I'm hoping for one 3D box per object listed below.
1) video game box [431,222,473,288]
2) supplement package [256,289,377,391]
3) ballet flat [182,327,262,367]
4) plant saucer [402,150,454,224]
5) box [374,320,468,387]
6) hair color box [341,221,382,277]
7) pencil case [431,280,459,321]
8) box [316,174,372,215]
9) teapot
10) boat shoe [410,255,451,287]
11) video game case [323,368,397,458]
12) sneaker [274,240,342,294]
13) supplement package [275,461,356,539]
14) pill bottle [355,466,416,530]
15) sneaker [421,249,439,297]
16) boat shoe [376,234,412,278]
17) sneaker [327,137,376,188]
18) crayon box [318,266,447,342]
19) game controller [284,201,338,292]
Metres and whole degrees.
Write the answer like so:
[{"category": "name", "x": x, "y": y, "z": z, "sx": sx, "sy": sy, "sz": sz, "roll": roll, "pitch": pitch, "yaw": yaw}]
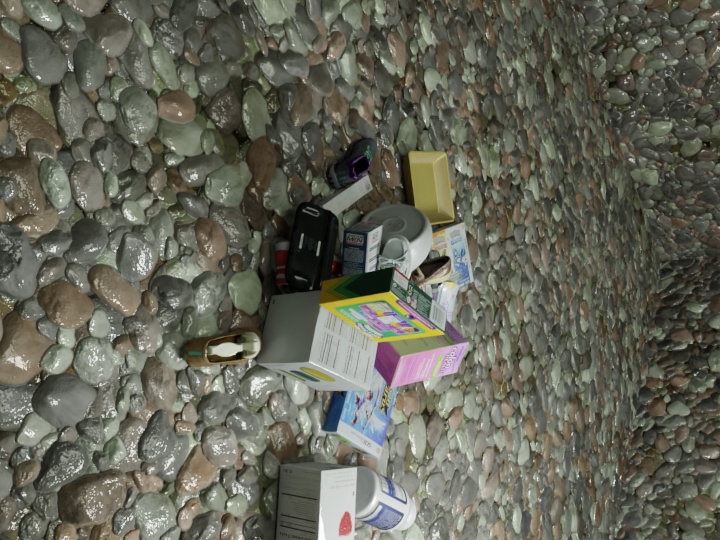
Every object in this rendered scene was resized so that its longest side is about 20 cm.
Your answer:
[{"category": "video game box", "x": 0.249, "y": -0.031, "z": 1.988, "sx": 0.199, "sy": 0.047, "sz": 0.184, "roll": -22, "pitch": 101, "yaw": -51}, {"category": "supplement package", "x": -0.084, "y": 0.152, "z": 1.450, "sx": 0.200, "sy": 0.151, "sz": 0.152, "roll": 34, "pitch": 58, "yaw": -45}, {"category": "ballet flat", "x": -0.241, "y": 0.145, "z": 1.315, "sx": 0.199, "sy": 0.072, "sz": 0.068, "roll": 0, "pitch": 85, "yaw": -52}, {"category": "plant saucer", "x": 0.181, "y": -0.226, "z": 1.920, "sx": 0.199, "sy": 0.048, "sz": 0.202, "roll": -12, "pitch": 95, "yaw": -51}, {"category": "box", "x": 0.115, "y": 0.165, "z": 1.630, "sx": 0.199, "sy": 0.176, "sz": 0.097, "roll": -8, "pitch": 129, "yaw": -33}, {"category": "hair color box", "x": 0.000, "y": 0.000, "z": 1.547, "sx": 0.100, "sy": 0.060, "sz": 0.202, "roll": -35, "pitch": 132, "yaw": -66}, {"category": "pencil case", "x": 0.208, "y": 0.120, "z": 1.859, "sx": 0.091, "sy": 0.082, "sz": 0.202, "roll": 25, "pitch": 76, "yaw": -83}, {"category": "box", "x": -0.041, "y": -0.170, "z": 1.634, "sx": 0.200, "sy": 0.038, "sz": 0.042, "roll": -42, "pitch": 117, "yaw": -46}, {"category": "teapot", "x": 0.083, "y": -0.053, "z": 1.685, "sx": 0.198, "sy": 0.198, "sz": 0.147, "roll": -113, "pitch": -169, "yaw": -48}, {"category": "boat shoe", "x": 0.138, "y": 0.009, "z": 1.744, "sx": 0.072, "sy": 0.198, "sz": 0.072, "roll": 88, "pitch": -17, "yaw": -55}, {"category": "video game case", "x": 0.007, "y": 0.316, "z": 1.637, "sx": 0.181, "sy": 0.045, "sz": 0.201, "roll": 43, "pitch": 54, "yaw": -42}, {"category": "sneaker", "x": -0.107, "y": 0.012, "z": 1.503, "sx": 0.199, "sy": 0.071, "sz": 0.113, "roll": 16, "pitch": 70, "yaw": -42}, {"category": "supplement package", "x": -0.090, "y": 0.505, "z": 1.429, "sx": 0.121, "sy": 0.119, "sz": 0.202, "roll": 14, "pitch": 76, "yaw": -51}, {"category": "pill bottle", "x": 0.045, "y": 0.536, "z": 1.607, "sx": 0.200, "sy": 0.110, "sz": 0.112, "roll": 41, "pitch": 55, "yaw": -41}, {"category": "sneaker", "x": 0.143, "y": 0.038, "z": 1.833, "sx": 0.086, "sy": 0.080, "sz": 0.202, "roll": 10, "pitch": 88, "yaw": -13}, {"category": "boat shoe", "x": 0.067, "y": 0.020, "z": 1.550, "sx": 0.065, "sy": 0.074, "sz": 0.204, "roll": 6, "pitch": 99, "yaw": -76}, {"category": "sneaker", "x": 0.007, "y": -0.261, "z": 1.666, "sx": 0.200, "sy": 0.087, "sz": 0.075, "roll": -52, "pitch": 125, "yaw": -41}, {"category": "crayon box", "x": 0.046, "y": 0.072, "z": 1.366, "sx": 0.200, "sy": 0.172, "sz": 0.059, "roll": 38, "pitch": 53, "yaw": -43}, {"category": "game controller", "x": -0.101, "y": -0.047, "z": 1.458, "sx": 0.104, "sy": 0.042, "sz": 0.201, "roll": 19, "pitch": 63, "yaw": -23}]
